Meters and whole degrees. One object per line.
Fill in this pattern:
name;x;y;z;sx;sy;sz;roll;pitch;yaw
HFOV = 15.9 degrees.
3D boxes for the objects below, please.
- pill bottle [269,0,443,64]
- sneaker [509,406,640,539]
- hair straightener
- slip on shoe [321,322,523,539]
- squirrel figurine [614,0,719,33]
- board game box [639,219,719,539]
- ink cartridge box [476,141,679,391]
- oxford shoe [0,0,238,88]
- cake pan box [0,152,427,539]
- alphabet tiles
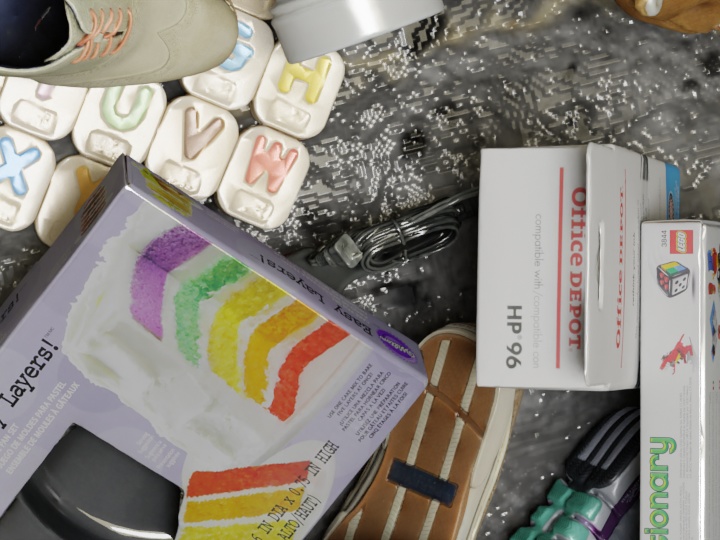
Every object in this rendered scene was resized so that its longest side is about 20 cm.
pill bottle;-0.030;-0.206;1.240;0.111;0.111;0.200;-20;97;-11
sneaker;0.113;0.170;1.342;0.088;0.074;0.200;44;85;-21
hair straightener;0.000;0.000;1.291;0.200;0.077;0.041;-20;91;-11
slip on shoe;0.031;0.118;1.320;0.076;0.061;0.200;24;104;20
squirrel figurine;0.185;-0.212;1.279;0.187;0.142;0.200;-34;136;10
board game box;0.170;0.076;1.281;0.035;0.126;0.200;0;89;21
ink cartridge box;0.103;0.000;1.248;0.068;0.200;0.116;0;88;18
oxford shoe;-0.136;-0.112;1.211;0.200;0.074;0.071;0;113;-34
cake pan box;-0.098;0.071;1.250;0.184;0.052;0.200;36;105;-17
alphabet tiles;-0.112;-0.099;1.286;0.200;0.015;0.196;23;90;-15
